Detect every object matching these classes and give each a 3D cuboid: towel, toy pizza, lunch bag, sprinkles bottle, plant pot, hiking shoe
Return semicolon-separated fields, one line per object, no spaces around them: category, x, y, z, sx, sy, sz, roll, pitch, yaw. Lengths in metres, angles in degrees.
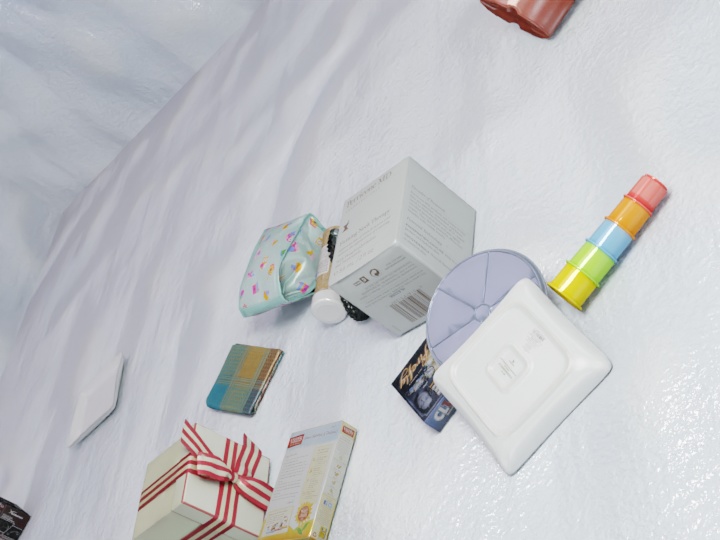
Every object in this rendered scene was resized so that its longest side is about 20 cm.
towel;-0.233;0.217;2.076;0.200;0.022;0.147;-1;59;56
toy pizza;0.181;0.064;1.474;0.200;0.032;0.201;-19;58;32
lunch bag;-0.152;0.003;2.075;0.170;0.122;0.200;-18;39;49
sprinkles bottle;-0.050;0.005;1.960;0.068;0.068;0.200;-35;33;35
plant pot;0.321;-0.534;1.848;0.196;0.200;0.201;-61;26;8
hiking shoe;0.000;0.000;1.877;0.074;0.086;0.200;104;156;-54

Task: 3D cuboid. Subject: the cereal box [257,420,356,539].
cereal box;-0.085;0.346;1.664;0.144;0.039;0.200;-22;41;48

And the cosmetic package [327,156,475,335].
cosmetic package;0.071;-0.038;1.703;0.167;0.166;0.200;-33;33;37

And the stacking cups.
stacking cups;0.336;-0.041;1.401;0.200;0.060;0.060;-51;27;0

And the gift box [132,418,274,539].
gift box;-0.269;0.372;1.778;0.187;0.184;0.200;-38;37;34

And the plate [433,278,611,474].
plate;0.203;0.132;1.377;0.200;0.032;0.200;-49;46;10

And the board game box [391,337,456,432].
board game box;0.140;0.126;1.549;0.200;0.035;0.135;-54;27;3

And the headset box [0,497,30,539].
headset box;-0.938;0.686;2.638;0.149;0.077;0.200;2;60;59

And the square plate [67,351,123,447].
square plate;-0.670;0.333;2.650;0.198;0.028;0.200;-42;29;26
